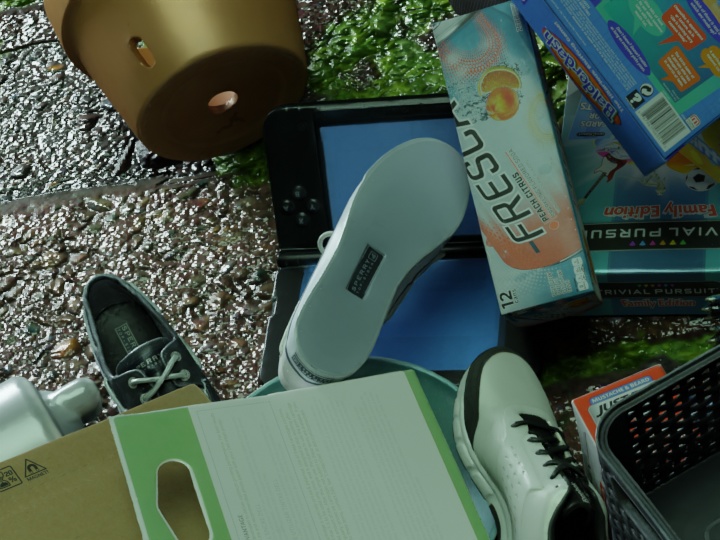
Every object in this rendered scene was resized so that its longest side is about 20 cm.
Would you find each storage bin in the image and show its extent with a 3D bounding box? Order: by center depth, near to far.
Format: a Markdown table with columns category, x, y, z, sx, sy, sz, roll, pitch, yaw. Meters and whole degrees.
| category | x | y | z | sx | sy | sz | roll | pitch | yaw |
| --- | --- | --- | --- | --- | --- | --- | --- | --- | --- |
| storage bin | 0.235 | 0.104 | 0.948 | 0.199 | 0.094 | 0.135 | -27 | 48 | -10 |

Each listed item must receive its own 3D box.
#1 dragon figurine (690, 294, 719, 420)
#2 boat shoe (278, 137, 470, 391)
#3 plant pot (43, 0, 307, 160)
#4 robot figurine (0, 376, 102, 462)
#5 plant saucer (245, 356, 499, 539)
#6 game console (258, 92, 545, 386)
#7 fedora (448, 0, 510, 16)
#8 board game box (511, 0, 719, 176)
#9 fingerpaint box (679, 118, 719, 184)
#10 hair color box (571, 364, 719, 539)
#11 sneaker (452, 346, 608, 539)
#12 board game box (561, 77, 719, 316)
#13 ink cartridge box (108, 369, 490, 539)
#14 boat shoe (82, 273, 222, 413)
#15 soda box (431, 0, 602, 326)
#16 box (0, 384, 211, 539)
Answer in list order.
| category | x | y | z | sx | sy | sz | roll | pitch | yaw |
| --- | --- | --- | --- | --- | --- | --- | --- | --- | --- |
| dragon figurine | 0.281 | 0.046 | 1.160 | 0.198 | 0.059 | 0.100 | -24 | 47 | -5 |
| boat shoe | 0.004 | 0.003 | 1.213 | 0.074 | 0.086 | 0.203 | 32 | 60 | -7 |
| plant pot | -0.126 | -0.180 | 1.403 | 0.198 | 0.201 | 0.141 | -23 | 63 | -5 |
| robot figurine | -0.244 | 0.146 | 1.185 | 0.199 | 0.113 | 0.171 | -29 | 79 | -12 |
| plant saucer | -0.005 | 0.145 | 1.162 | 0.198 | 0.036 | 0.201 | -4 | 50 | 4 |
| game console | 0.026 | -0.021 | 1.260 | 0.198 | 0.178 | 0.117 | -2 | 20 | 13 |
| fedora | 0.125 | -0.236 | 1.278 | 0.199 | 0.091 | 0.177 | -35 | 43 | -8 |
| board game box | 0.213 | -0.181 | 1.170 | 0.199 | 0.045 | 0.153 | -37 | 88 | -13 |
| fingerpaint box | 0.258 | -0.164 | 1.277 | 0.166 | 0.074 | 0.200 | -35 | 48 | -12 |
| hair color box | 0.189 | 0.166 | 1.045 | 0.063 | 0.111 | 0.201 | -22 | 47 | -5 |
| sneaker | 0.112 | 0.127 | 1.099 | 0.073 | 0.080 | 0.202 | 5 | 53 | -27 |
| board game box | 0.213 | -0.060 | 1.283 | 0.149 | 0.047 | 0.201 | -2 | 49 | 15 |
| ink cartridge box | -0.037 | 0.138 | 1.087 | 0.198 | 0.048 | 0.146 | -9 | 49 | -18 |
| boat shoe | -0.136 | 0.076 | 1.245 | 0.071 | 0.068 | 0.201 | -27 | 50 | -9 |
| soda box | 0.102 | -0.068 | 1.203 | 0.063 | 0.068 | 0.202 | -15 | 79 | 10 |
| box | -0.137 | 0.157 | 1.093 | 0.199 | 0.021 | 0.164 | -21 | 51 | -33 |
